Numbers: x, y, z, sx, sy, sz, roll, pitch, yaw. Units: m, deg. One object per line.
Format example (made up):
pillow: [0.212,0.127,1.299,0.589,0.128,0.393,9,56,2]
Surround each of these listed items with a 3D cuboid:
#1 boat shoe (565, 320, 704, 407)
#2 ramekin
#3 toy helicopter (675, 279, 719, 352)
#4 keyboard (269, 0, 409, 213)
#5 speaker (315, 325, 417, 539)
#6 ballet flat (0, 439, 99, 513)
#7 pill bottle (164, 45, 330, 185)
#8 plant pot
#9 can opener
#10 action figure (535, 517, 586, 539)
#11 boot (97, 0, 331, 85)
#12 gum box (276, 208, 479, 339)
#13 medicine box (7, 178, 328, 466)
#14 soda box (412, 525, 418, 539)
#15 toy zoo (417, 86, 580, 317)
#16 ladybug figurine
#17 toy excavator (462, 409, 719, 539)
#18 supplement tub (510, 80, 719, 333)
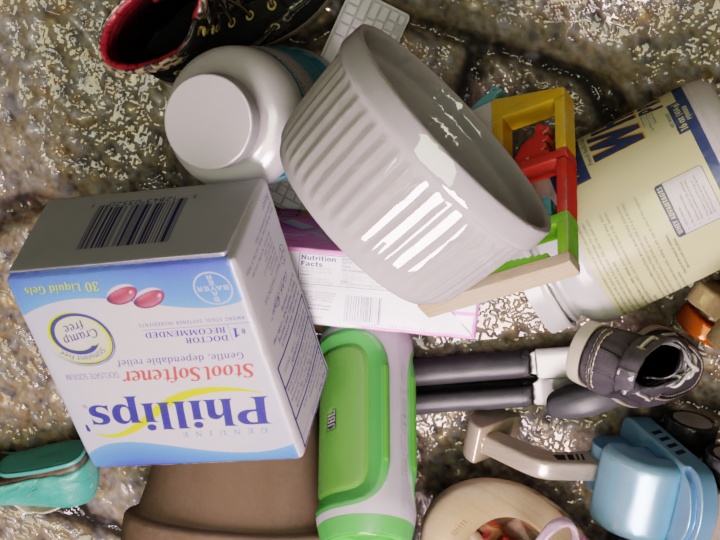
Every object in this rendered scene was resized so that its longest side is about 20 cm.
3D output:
boat shoe: [0.240,0.083,1.149,0.062,0.199,0.073,20,95,38]
ramekin: [0.033,-0.068,1.015,0.200,0.200,0.105,45,106,-7]
toy helicopter: [0.316,0.054,1.122,0.132,0.200,0.079,37,108,14]
keyboard: [-0.024,-0.139,1.208,0.056,0.011,0.201,25,107,-1]
speaker: [0.005,0.136,1.188,0.088,0.089,0.201,-4,61,8]
ballet flat: [-0.337,0.203,1.321,0.198,0.067,0.071,-5,120,11]
pill bottle: [-0.084,-0.121,1.115,0.110,0.200,0.112,3,99,16]
plant pot: [-0.105,0.171,1.233,0.199,0.200,0.176,4,88,6]
can opener: [0.133,0.100,1.228,0.198,0.067,0.054,-5,105,8]
action figure: [0.226,0.291,1.224,0.149,0.199,0.134,49,119,24]
boot: [-0.109,-0.212,1.122,0.199,0.151,0.074,-27,89,16]
gum box: [0.000,0.000,1.184,0.198,0.114,0.067,6,107,1]
medicine box: [-0.141,0.044,1.084,0.181,0.103,0.201,-5,126,16]
soda box: [0.023,0.320,1.238,0.063,0.069,0.201,0,118,8]
toy zoo: [0.107,-0.067,1.108,0.131,0.201,0.020,-17,141,28]
ladybug figurine: [0.133,0.261,1.261,0.200,0.072,0.136,44,87,-15]
toy excavator: [0.210,0.172,1.214,0.199,0.194,0.101,3,109,-23]
supplement tub: [0.218,-0.047,1.134,0.199,0.145,0.146,-27,101,13]
